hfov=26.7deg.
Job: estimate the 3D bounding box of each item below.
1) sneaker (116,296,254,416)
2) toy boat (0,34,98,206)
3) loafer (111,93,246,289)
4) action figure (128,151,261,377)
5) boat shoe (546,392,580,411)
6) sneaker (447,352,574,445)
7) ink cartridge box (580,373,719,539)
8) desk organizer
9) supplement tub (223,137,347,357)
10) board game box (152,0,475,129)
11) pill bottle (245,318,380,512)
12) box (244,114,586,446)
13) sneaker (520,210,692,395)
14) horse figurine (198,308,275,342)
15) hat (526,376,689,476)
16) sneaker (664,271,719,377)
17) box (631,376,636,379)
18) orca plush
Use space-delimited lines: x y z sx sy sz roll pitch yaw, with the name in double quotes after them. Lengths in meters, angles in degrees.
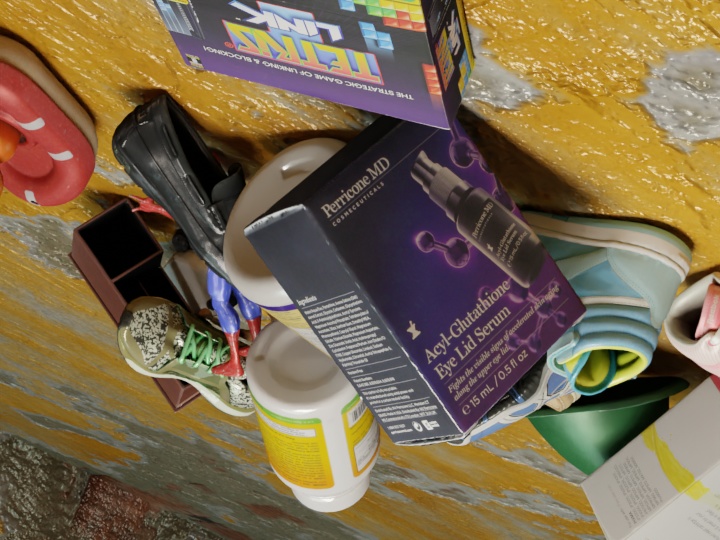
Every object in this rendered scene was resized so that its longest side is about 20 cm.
-0.140 0.078 1.435 0.088 0.078 0.199 -3 155 45 "sneaker"
-0.315 -0.109 1.302 0.129 0.132 0.200 12 159 25 "toy boat"
-0.121 -0.058 1.266 0.070 0.068 0.201 -35 105 24 "loafer"
-0.143 -0.012 1.367 0.098 0.065 0.202 10 116 30 "action figure"
0.098 0.079 1.341 0.199 0.069 0.074 29 160 23 "boat shoe"
0.151 0.084 1.252 0.077 0.199 0.076 49 -173 -42 "sneaker"
0.313 0.179 1.320 0.145 0.200 0.084 35 -161 -39 "ink cartridge box"
-0.210 0.033 1.527 0.201 0.071 0.077 54 159 9 "desk organizer"
0.000 0.000 1.242 0.144 0.147 0.200 3 155 43 "supplement tub"
-0.036 -0.170 0.952 0.198 0.057 0.166 15 159 17 "board game box"
-0.039 0.138 1.407 0.110 0.112 0.201 15 145 18 "pill bottle"
0.039 0.001 1.088 0.201 0.148 0.104 54 152 -10 "box"
0.150 0.028 1.181 0.199 0.132 0.079 3 157 42 "sneaker"
-0.060 0.035 1.429 0.132 0.050 0.200 35 135 -16 "horse figurine"
0.240 0.197 1.400 0.198 0.178 0.166 -8 -178 10 "hat"
0.317 0.051 1.152 0.104 0.076 0.199 28 165 -36 "sneaker"
0.170 0.068 1.400 0.082 0.050 0.199 29 160 -22 "box"
-0.140 -0.004 1.558 0.106 0.071 0.200 64 150 10 "orca plush"
